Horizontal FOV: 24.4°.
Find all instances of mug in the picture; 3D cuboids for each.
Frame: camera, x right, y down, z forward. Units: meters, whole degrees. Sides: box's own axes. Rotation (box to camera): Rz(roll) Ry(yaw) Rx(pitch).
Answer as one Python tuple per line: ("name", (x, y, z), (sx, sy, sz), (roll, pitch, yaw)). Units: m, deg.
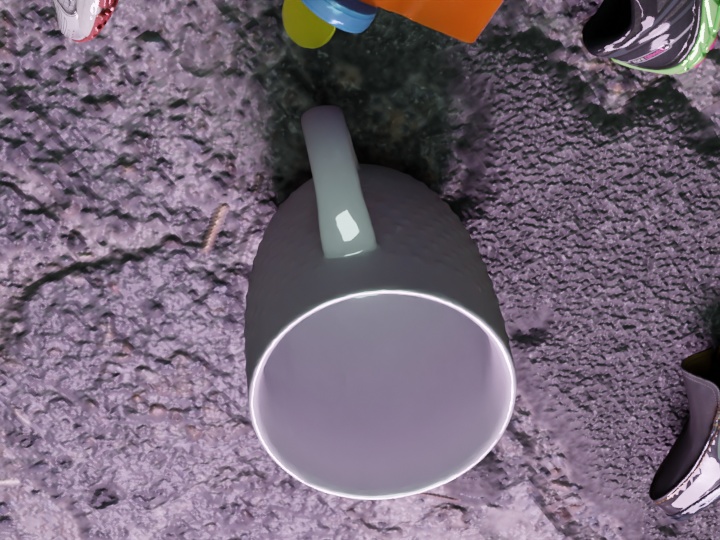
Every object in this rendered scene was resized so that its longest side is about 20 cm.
("mug", (0.000, 0.000, 0.954), (0.148, 0.175, 0.200), (-13, 124, 3))

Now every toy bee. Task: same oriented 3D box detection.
("toy bee", (-0.013, -0.189, 0.881), (0.131, 0.109, 0.200), (-39, 145, 11))

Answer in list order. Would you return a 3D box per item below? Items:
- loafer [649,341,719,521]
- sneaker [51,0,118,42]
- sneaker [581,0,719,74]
("loafer", (0.241, 0.076, 1.100), (0.072, 0.073, 0.200), (26, 109, -11))
("sneaker", (-0.169, -0.214, 0.860), (0.082, 0.078, 0.200), (-7, 118, 9))
("sneaker", (0.161, -0.194, 0.896), (0.084, 0.077, 0.200), (-2, 124, -9))
